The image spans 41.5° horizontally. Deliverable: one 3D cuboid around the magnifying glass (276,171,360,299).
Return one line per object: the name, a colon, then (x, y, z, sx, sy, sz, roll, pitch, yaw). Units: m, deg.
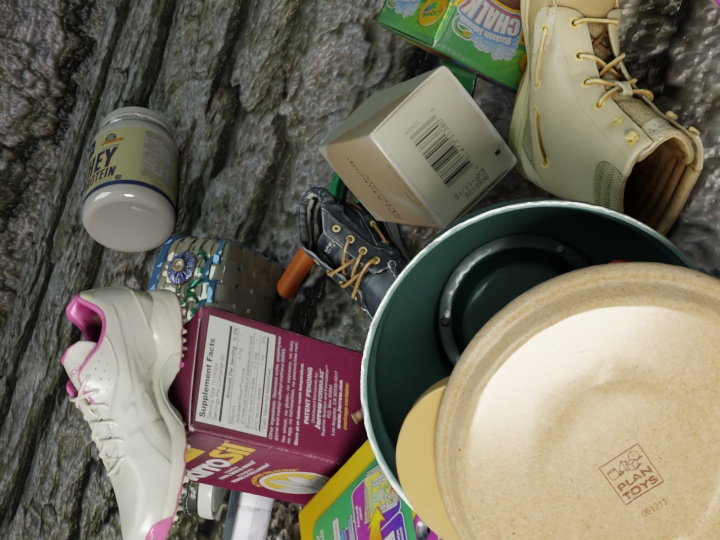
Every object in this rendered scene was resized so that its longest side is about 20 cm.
magnifying glass: (-0.034, -0.049, 1.013, 0.201, 0.022, 0.080, -53, 33, 26)

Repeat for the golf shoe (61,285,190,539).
golf shoe: (-0.173, 0.101, 0.678, 0.075, 0.090, 0.202, -42, 45, 40)

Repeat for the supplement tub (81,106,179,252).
supplement tub: (-0.364, -0.147, 1.517, 0.145, 0.143, 0.202, -45, 38, 39)

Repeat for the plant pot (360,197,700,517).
plant pot: (0.103, 0.047, 0.565, 0.202, 0.198, 0.134, -63, 2, 15)

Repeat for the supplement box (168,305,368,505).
supplement box: (-0.075, 0.121, 0.794, 0.131, 0.198, 0.105, -34, 45, 48)

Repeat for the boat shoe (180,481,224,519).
boat shoe: (-0.150, 0.169, 0.907, 0.200, 0.059, 0.077, -78, -6, -81)

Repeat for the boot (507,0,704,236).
boot: (0.161, -0.126, 0.614, 0.156, 0.072, 0.203, -124, 36, -55)

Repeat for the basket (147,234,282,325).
basket: (-0.193, 0.040, 1.111, 0.198, 0.138, 0.179, -13, 63, 46)

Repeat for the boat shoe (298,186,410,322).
boat shoe: (0.000, 0.000, 0.846, 0.071, 0.090, 0.201, -58, 31, 22)

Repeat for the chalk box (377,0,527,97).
chalk box: (0.102, -0.217, 0.762, 0.202, 0.123, 0.125, -65, 29, 11)

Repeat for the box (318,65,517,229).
box: (0.038, -0.095, 0.768, 0.078, 0.095, 0.200, -43, 11, -7)

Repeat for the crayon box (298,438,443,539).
crayon box: (0.029, 0.216, 0.650, 0.173, 0.058, 0.202, -52, 33, 34)

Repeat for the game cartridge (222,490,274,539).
game cartridge: (-0.099, 0.176, 0.932, 0.133, 0.040, 0.203, 118, 162, -72)

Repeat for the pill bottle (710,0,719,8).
pill bottle: (0.221, -0.233, 0.583, 0.105, 0.103, 0.201, -55, 32, 26)

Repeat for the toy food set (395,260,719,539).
toy food set: (0.132, 0.093, 0.475, 0.201, 0.197, 0.049, -52, 4, 15)
